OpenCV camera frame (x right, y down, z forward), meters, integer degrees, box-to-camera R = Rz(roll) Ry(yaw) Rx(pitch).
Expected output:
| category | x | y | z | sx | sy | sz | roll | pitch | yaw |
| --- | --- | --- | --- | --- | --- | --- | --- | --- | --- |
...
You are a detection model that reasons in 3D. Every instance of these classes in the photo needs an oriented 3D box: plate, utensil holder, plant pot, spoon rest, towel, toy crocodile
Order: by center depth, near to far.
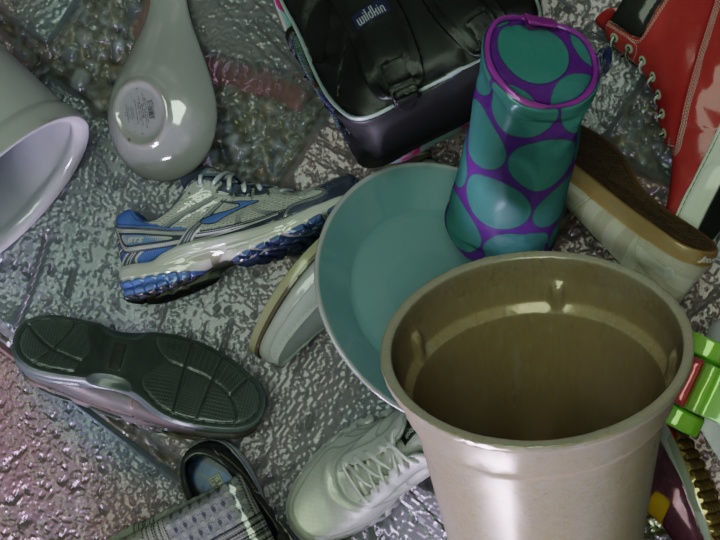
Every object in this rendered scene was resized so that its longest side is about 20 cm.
| category | x | y | z | sx | sy | sz | roll | pitch | yaw |
| --- | --- | --- | --- | --- | --- | --- | --- | --- | --- |
| plant pot | 0.120 | 0.120 | 1.382 | 0.200 | 0.201 | 0.184 | 1 | 126 | 9 |
| toy crocodile | 0.196 | 0.059 | 1.442 | 0.200 | 0.062 | 0.068 | 32 | 95 | 34 |
| plate | 0.057 | 0.018 | 1.493 | 0.200 | 0.026 | 0.201 | 9 | 66 | -20 |
| towel | -0.115 | 0.269 | 1.544 | 0.200 | 0.035 | 0.193 | -29 | 85 | 34 |
| utensil holder | -0.333 | -0.118 | 1.562 | 0.200 | 0.170 | 0.170 | 43 | 94 | 10 |
| spoon rest | -0.157 | -0.168 | 1.592 | 0.099 | 0.061 | 0.200 | -3 | 96 | 31 |

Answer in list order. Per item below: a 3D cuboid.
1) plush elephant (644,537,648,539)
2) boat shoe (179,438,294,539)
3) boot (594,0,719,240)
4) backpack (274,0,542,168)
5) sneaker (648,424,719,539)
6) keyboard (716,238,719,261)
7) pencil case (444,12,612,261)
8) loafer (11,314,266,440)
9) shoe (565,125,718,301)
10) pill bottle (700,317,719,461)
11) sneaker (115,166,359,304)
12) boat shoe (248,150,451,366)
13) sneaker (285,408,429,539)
| category | x | y | z | sx | sy | sz | roll | pitch | yaw |
| --- | --- | --- | --- | --- | --- | --- | --- | --- | --- |
| plush elephant | 0.142 | 0.256 | 1.486 | 0.164 | 0.155 | 0.200 | 9 | 129 | -28 |
| boat shoe | -0.075 | 0.214 | 1.556 | 0.070 | 0.066 | 0.200 | -29 | 83 | 7 |
| boot | 0.225 | -0.121 | 1.529 | 0.144 | 0.072 | 0.200 | 22 | 98 | 23 |
| backpack | 0.031 | -0.189 | 1.504 | 0.177 | 0.151 | 0.200 | -29 | 68 | -1 |
| sneaker | 0.193 | 0.135 | 1.519 | 0.090 | 0.075 | 0.200 | -28 | 77 | 15 |
| keyboard | 0.318 | -0.084 | 1.497 | 0.056 | 0.011 | 0.200 | 26 | 115 | 12 |
| pencil case | 0.110 | -0.085 | 1.426 | 0.085 | 0.200 | 0.093 | 15 | 54 | 3 |
| loafer | -0.167 | 0.086 | 1.589 | 0.200 | 0.063 | 0.072 | 17 | 59 | 6 |
| shoe | 0.175 | -0.047 | 1.502 | 0.200 | 0.070 | 0.053 | 47 | 126 | 39 |
| pill bottle | 0.325 | 0.057 | 1.475 | 0.200 | 0.112 | 0.113 | -32 | 83 | 6 |
| sneaker | -0.098 | -0.044 | 1.569 | 0.200 | 0.077 | 0.085 | -19 | 80 | 7 |
| boat shoe | 0.000 | 0.000 | 1.548 | 0.068 | 0.075 | 0.200 | 41 | 92 | 12 |
| sneaker | 0.026 | 0.134 | 1.537 | 0.200 | 0.081 | 0.075 | -35 | 84 | 7 |
